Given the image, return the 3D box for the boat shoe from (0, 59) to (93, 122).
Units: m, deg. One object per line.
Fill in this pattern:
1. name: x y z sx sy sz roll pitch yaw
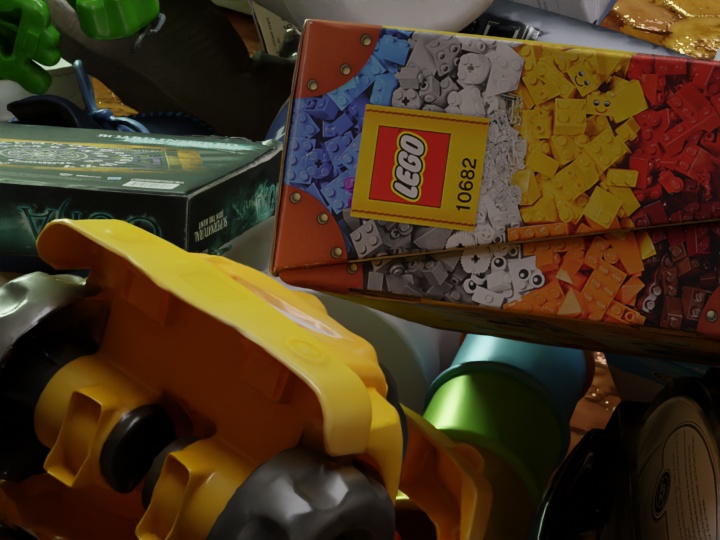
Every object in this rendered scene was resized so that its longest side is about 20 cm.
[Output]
1. boat shoe: -0.205 -0.101 1.233 0.199 0.070 0.071 -2 27 -31

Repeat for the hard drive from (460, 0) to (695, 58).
1. hard drive: 0.126 -0.064 1.264 0.199 0.042 0.135 20 -12 12

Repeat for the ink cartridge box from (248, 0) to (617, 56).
1. ink cartridge box: 0.012 -0.171 1.343 0.199 0.137 0.076 -9 17 22

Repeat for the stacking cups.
1. stacking cups: 0.052 0.046 0.989 0.060 0.061 0.200 18 37 9

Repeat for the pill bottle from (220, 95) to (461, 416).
1. pill bottle: 0.000 0.000 1.085 0.111 0.111 0.200 14 27 2

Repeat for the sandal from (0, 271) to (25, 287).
1. sandal: -0.063 0.080 0.954 0.211 0.070 0.078 29 41 -26

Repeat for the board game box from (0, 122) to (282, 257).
1. board game box: -0.136 -0.030 0.975 0.199 0.028 0.135 5 11 12

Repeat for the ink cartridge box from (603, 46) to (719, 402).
1. ink cartridge box: 0.176 0.015 1.052 0.128 0.126 0.200 22 -10 15

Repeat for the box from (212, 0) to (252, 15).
1. box: -0.038 -0.167 1.431 0.199 0.076 0.050 15 24 7

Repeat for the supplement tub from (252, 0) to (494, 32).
1. supplement tub: -0.032 -0.188 1.201 0.144 0.145 0.200 -11 31 -39

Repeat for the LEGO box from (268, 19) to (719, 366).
1. LEGO box: 0.073 -0.017 0.865 0.148 0.078 0.200 7 -3 15

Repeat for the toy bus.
1. toy bus: -0.026 0.088 0.826 0.136 0.201 0.192 33 25 34

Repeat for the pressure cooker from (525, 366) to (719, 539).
1. pressure cooker: 0.145 0.122 0.855 0.199 0.179 0.176 9 0 -8

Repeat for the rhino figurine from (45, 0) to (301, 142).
1. rhino figurine: -0.108 -0.116 1.254 0.200 0.060 0.088 32 33 -18

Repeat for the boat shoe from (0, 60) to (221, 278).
1. boat shoe: -0.120 -0.037 1.149 0.084 0.069 0.200 27 30 25

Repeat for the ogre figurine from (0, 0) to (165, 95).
1. ogre figurine: -0.163 -0.116 1.137 0.200 0.098 0.120 -24 20 28
